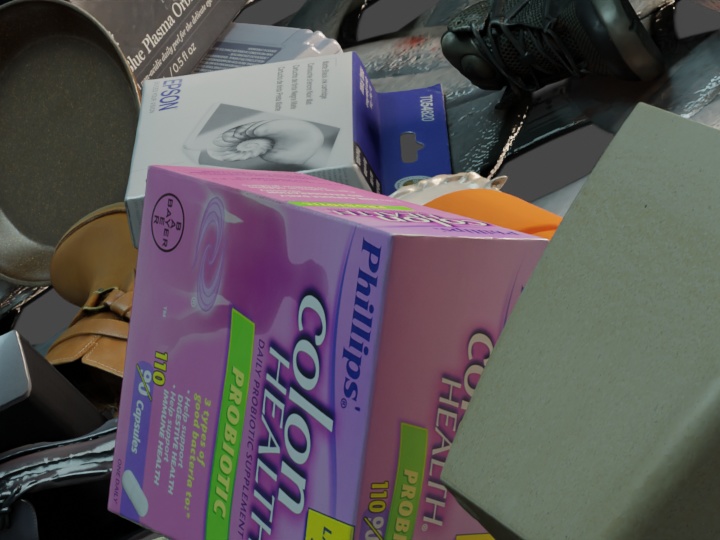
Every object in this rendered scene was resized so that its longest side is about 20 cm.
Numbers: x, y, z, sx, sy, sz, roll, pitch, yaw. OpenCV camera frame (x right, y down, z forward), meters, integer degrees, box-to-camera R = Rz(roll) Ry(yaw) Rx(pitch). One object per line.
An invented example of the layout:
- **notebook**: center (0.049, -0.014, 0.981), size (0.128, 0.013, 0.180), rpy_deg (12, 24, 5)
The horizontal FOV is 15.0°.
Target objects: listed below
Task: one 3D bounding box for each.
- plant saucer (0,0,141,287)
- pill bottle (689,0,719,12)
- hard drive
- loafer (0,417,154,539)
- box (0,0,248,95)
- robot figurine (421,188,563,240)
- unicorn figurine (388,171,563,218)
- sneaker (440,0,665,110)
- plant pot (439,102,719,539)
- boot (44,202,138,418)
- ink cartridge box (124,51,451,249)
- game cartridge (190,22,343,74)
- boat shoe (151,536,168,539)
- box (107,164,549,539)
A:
- **plant saucer**: center (-0.217, -0.089, 1.907), size (0.200, 0.201, 0.037), rpy_deg (-15, -8, 35)
- **pill bottle**: center (0.219, -0.219, 1.671), size (0.114, 0.115, 0.200), rpy_deg (-35, 23, -8)
- **hard drive**: center (-0.246, 0.123, 1.554), size (0.200, 0.135, 0.042), rpy_deg (-31, 52, 6)
- **loafer**: center (-0.164, 0.133, 1.504), size (0.199, 0.072, 0.063), rpy_deg (-25, 28, 9)
- **box**: center (-0.202, -0.223, 2.003), size (0.117, 0.200, 0.197), rpy_deg (-13, 30, 37)
- **robot figurine**: center (0.077, 0.024, 1.360), size (0.143, 0.117, 0.200), rpy_deg (-5, 15, -21)
- **unicorn figurine**: center (0.000, 0.000, 1.550), size (0.200, 0.074, 0.137), rpy_deg (-21, 14, 37)
- **sneaker**: center (0.118, -0.137, 1.688), size (0.114, 0.076, 0.199), rpy_deg (-33, 20, 1)
- **plant pot**: center (0.154, 0.079, 1.085), size (0.177, 0.200, 0.200), rpy_deg (-47, 25, -7)
- **boot**: center (-0.157, 0.029, 1.687), size (0.200, 0.074, 0.155), rpy_deg (-5, 33, 44)
- **ink cartridge box**: center (-0.044, -0.083, 1.732), size (0.199, 0.041, 0.200), rpy_deg (-7, 25, 2)
- **game cartridge**: center (-0.109, -0.128, 1.996), size (0.133, 0.041, 0.200), rpy_deg (-37, 23, -21)
- **boat shoe**: center (-0.128, 0.178, 1.386), size (0.199, 0.072, 0.062), rpy_deg (-17, 12, 9)
- **box**: center (-0.020, 0.053, 1.295), size (0.096, 0.177, 0.200), rpy_deg (1, 10, -39)
